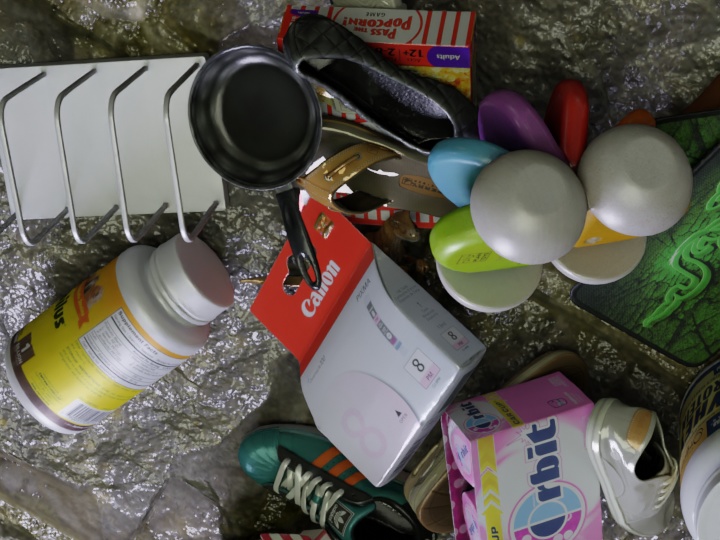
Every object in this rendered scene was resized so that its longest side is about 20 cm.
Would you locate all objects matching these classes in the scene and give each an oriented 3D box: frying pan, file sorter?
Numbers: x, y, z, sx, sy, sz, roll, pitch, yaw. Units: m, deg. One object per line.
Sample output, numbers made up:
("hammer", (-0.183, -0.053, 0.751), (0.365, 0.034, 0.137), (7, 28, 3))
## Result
("frying pan", (-0.055, -0.091, 1.275), (0.115, 0.031, 0.190), (-42, 88, 27))
("file sorter", (-0.230, -0.096, 1.385), (0.199, 0.125, 0.139), (-2, 111, 11))

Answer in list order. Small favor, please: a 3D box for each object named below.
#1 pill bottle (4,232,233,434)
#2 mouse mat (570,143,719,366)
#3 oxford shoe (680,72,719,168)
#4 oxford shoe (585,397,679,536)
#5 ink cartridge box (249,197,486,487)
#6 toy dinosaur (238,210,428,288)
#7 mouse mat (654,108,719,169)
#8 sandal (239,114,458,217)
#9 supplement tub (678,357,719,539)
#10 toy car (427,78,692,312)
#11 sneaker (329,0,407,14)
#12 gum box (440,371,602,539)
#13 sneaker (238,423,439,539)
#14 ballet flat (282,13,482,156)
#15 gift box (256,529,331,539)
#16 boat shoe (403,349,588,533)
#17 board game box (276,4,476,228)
("pill bottle", (-0.210, 0.052, 1.449), (0.200, 0.109, 0.109), (-35, 102, 20))
("mouse mat", (0.287, -0.011, 1.331), (0.161, 0.008, 0.200), (27, 119, -29))
("oxford shoe", (0.258, -0.091, 1.317), (0.071, 0.071, 0.200), (14, 119, -39))
("oxford shoe", (0.243, 0.174, 1.396), (0.058, 0.075, 0.200), (8, 150, 29))
("ink cartridge box", (-0.010, 0.058, 1.374), (0.200, 0.057, 0.163), (41, 130, 12))
("toy dinosaur", (0.000, 0.000, 1.423), (0.200, 0.060, 0.106), (-29, 105, 42))
("mouse mat", (0.297, -0.050, 1.319), (0.160, 0.008, 0.200), (-9, 131, -3))
("sandal", (-0.001, -0.072, 1.312), (0.199, 0.054, 0.080), (14, 138, 1))
("supplement tub", (0.334, 0.163, 1.346), (0.144, 0.200, 0.145), (3, 112, 9))
("toy car", (0.137, -0.067, 1.214), (0.199, 0.175, 0.150), (-14, 75, -14))
("sneaker", (0.010, -0.216, 1.329), (0.075, 0.085, 0.200), (3, 137, 8))
("gum box", (0.141, 0.200, 1.405), (0.113, 0.066, 0.201), (-15, 116, -16))
("sneaker", (-0.021, 0.202, 1.489), (0.200, 0.080, 0.072), (21, 115, 2))
("ballet flat", (0.022, -0.125, 1.247), (0.200, 0.057, 0.066), (29, 132, -23))
("gift box", (-0.091, 0.342, 1.473), (0.186, 0.185, 0.200), (-14, 117, 45))
("boat shoe", (0.115, 0.140, 1.446), (0.200, 0.065, 0.072), (-48, 120, 4))
("board game box", (0.019, -0.121, 1.331), (0.151, 0.046, 0.200), (3, 137, 9))
